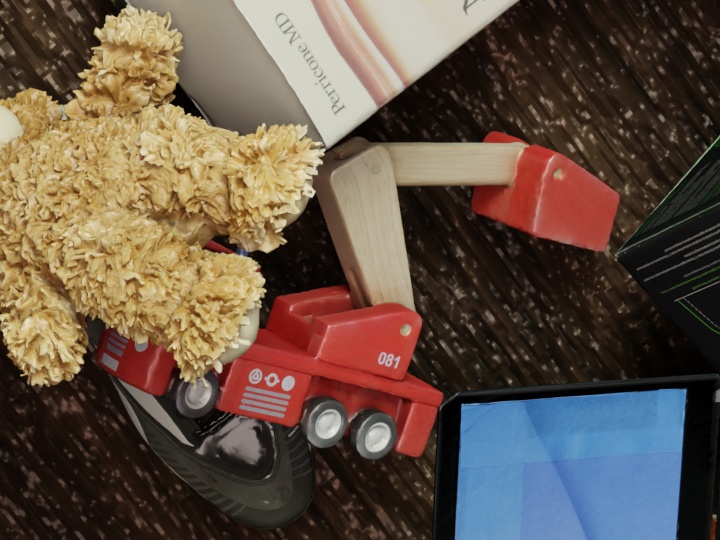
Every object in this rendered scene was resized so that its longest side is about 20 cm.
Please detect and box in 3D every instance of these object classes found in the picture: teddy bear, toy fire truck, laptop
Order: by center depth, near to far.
[{"bbox_3d":[-0.100,-0.025,1.085,0.067,0.200,0.145,21,103,-49],"label":"teddy bear"},{"bbox_3d":[0.135,0.141,1.126,0.199,0.103,0.178,18,116,37],"label":"laptop"},{"bbox_3d":[0.000,0.000,1.168,0.199,0.049,0.142,16,96,-36],"label":"toy fire truck"}]

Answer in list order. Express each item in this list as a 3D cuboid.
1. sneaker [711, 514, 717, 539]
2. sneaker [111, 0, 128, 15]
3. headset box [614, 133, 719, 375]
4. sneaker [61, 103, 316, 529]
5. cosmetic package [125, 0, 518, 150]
[{"bbox_3d":[0.134,0.205,1.239,0.077,0.073,0.201,24,99,-18],"label":"sneaker"},{"bbox_3d":[-0.088,-0.184,1.187,0.083,0.074,0.201,-25,95,-26],"label":"sneaker"},{"bbox_3d":[0.236,0.002,1.172,0.200,0.093,0.174,47,62,-7],"label":"headset box"},{"bbox_3d":[-0.082,0.025,1.193,0.066,0.091,0.201,-29,98,2],"label":"sneaker"},{"bbox_3d":[0.015,-0.137,1.141,0.200,0.087,0.104,-40,103,-23],"label":"cosmetic package"}]
